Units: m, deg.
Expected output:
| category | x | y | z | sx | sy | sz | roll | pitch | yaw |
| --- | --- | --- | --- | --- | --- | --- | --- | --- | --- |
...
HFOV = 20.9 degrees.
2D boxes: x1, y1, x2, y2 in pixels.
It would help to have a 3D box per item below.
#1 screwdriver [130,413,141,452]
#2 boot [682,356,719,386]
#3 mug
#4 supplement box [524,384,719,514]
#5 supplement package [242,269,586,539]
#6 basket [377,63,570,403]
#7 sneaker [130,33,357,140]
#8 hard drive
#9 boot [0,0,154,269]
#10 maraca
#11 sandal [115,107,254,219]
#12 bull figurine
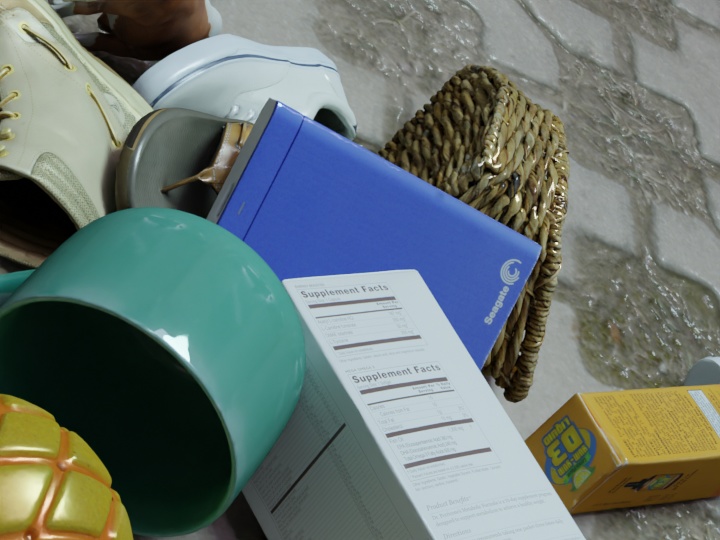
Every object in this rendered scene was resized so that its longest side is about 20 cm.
| category | x | y | z | sx | sy | sz | roll | pitch | yaw |
| --- | --- | --- | --- | --- | --- | --- | --- | --- | --- |
| screwdriver | -0.126 | 0.037 | 1.147 | 0.028 | 0.029 | 0.201 | 29 | 39 | -22 |
| boot | 0.324 | 0.148 | 1.475 | 0.095 | 0.074 | 0.201 | 10 | 43 | -33 |
| mug | -0.117 | 0.034 | 1.015 | 0.185 | 0.152 | 0.115 | 40 | 44 | -2 |
| supplement box | 0.206 | 0.124 | 1.378 | 0.199 | 0.067 | 0.069 | 0 | 52 | -50 |
| supplement package | 0.015 | 0.112 | 1.077 | 0.109 | 0.114 | 0.201 | -4 | 54 | -44 |
| basket | 0.099 | -0.038 | 1.337 | 0.149 | 0.143 | 0.200 | 41 | 18 | -15 |
| sneaker | -0.069 | -0.109 | 1.290 | 0.199 | 0.073 | 0.071 | -12 | 59 | -50 |
| hard drive | 0.000 | 0.000 | 1.187 | 0.199 | 0.133 | 0.025 | 27 | 1 | -24 |
| boot | -0.217 | -0.094 | 1.150 | 0.200 | 0.073 | 0.156 | 41 | 31 | -13 |
| maraca | -0.154 | 0.138 | 0.906 | 0.200 | 0.107 | 0.137 | 50 | 30 | 9 |
| sandal | -0.074 | -0.055 | 1.206 | 0.199 | 0.054 | 0.082 | 9 | 81 | -52 |
| bull figurine | -0.145 | -0.169 | 1.266 | 0.120 | 0.200 | 0.066 | -3 | 75 | -4 |
